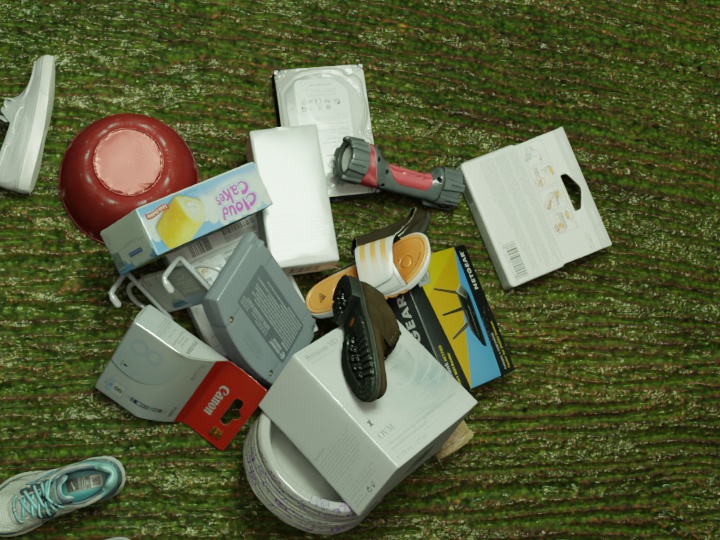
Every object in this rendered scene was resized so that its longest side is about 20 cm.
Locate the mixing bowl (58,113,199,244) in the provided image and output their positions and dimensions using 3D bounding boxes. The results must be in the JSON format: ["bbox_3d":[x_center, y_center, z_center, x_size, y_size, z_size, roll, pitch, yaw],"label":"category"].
[{"bbox_3d":[-0.325,-0.139,1.612,0.199,0.108,0.201,2,80,-10],"label":"mixing bowl"}]

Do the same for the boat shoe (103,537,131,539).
[{"bbox_3d":[-0.385,0.423,1.530,0.199,0.057,0.069,-30,87,-14],"label":"boat shoe"}]

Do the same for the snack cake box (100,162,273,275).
[{"bbox_3d":[-0.231,-0.070,1.536,0.200,0.115,0.067,-28,93,-38],"label":"snack cake box"}]

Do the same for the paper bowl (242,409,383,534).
[{"bbox_3d":[-0.065,0.265,1.568,0.200,0.104,0.201,20,42,-19],"label":"paper bowl"}]

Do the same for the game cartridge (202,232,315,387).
[{"bbox_3d":[-0.135,0.063,1.538,0.040,0.200,0.134,4,51,33],"label":"game cartridge"}]

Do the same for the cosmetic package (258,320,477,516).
[{"bbox_3d":[0.012,0.178,1.536,0.200,0.123,0.199,44,39,14],"label":"cosmetic package"}]

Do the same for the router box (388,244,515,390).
[{"bbox_3d":[0.126,0.075,1.656,0.149,0.051,0.201,-17,82,-44],"label":"router box"}]

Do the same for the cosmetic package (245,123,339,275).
[{"bbox_3d":[-0.098,-0.098,1.629,0.101,0.074,0.201,-7,80,-13],"label":"cosmetic package"}]

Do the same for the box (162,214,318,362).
[{"bbox_3d":[-0.173,0.031,1.646,0.155,0.041,0.201,-26,85,-15],"label":"box"}]

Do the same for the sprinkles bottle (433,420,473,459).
[{"bbox_3d":[0.083,0.171,1.658,0.068,0.068,0.201,-32,88,-14],"label":"sprinkles bottle"}]

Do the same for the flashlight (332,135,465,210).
[{"bbox_3d":[0.060,-0.143,1.680,0.199,0.068,0.068,10,74,-26],"label":"flashlight"}]

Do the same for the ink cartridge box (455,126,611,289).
[{"bbox_3d":[0.261,-0.095,1.749,0.175,0.045,0.201,-21,85,-13],"label":"ink cartridge box"}]

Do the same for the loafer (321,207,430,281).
[{"bbox_3d":[0.022,-0.029,1.676,0.071,0.073,0.200,46,75,-1],"label":"loafer"}]

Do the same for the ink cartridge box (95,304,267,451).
[{"bbox_3d":[-0.244,0.159,1.553,0.200,0.160,0.047,37,40,-2],"label":"ink cartridge box"}]

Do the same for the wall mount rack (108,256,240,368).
[{"bbox_3d":[-0.242,0.065,1.564,0.174,0.199,0.075,51,46,-27],"label":"wall mount rack"}]

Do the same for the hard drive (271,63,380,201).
[{"bbox_3d":[-0.052,-0.203,1.712,0.139,0.038,0.201,-6,82,-11],"label":"hard drive"}]

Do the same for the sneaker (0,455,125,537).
[{"bbox_3d":[-0.412,0.294,1.532,0.199,0.086,0.078,-21,84,-14],"label":"sneaker"}]

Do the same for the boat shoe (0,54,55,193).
[{"bbox_3d":[-0.475,-0.210,1.620,0.068,0.072,0.201,11,88,-9],"label":"boat shoe"}]

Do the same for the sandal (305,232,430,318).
[{"bbox_3d":[0.001,0.007,1.587,0.206,0.059,0.079,-27,55,20],"label":"sandal"}]

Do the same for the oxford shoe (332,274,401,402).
[{"bbox_3d":[0.020,0.088,1.479,0.084,0.073,0.201,18,40,-23],"label":"oxford shoe"}]
